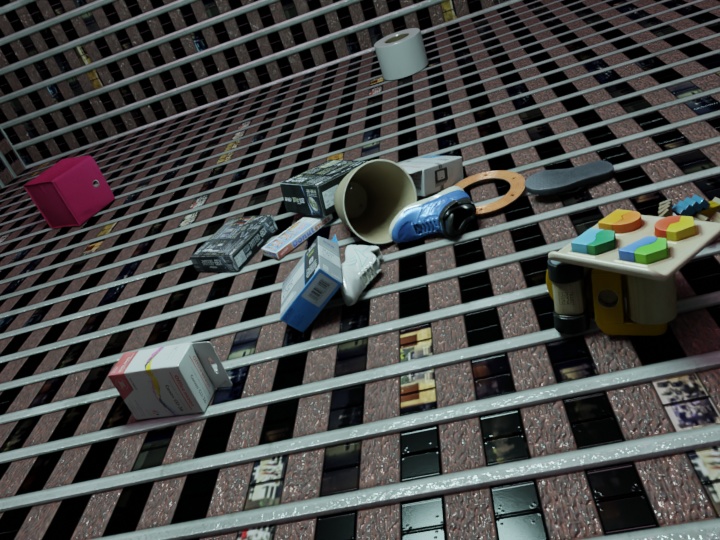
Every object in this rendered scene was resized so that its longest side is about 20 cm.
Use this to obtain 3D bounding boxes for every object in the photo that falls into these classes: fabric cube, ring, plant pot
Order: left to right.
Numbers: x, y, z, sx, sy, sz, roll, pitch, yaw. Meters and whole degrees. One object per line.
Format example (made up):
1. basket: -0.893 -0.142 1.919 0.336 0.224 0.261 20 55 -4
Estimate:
1. fabric cube: -1.114 -0.301 2.382 0.197 0.199 0.200 0 35 31
2. plant pot: 0.010 -0.169 1.492 0.185 0.190 0.199 -30 18 -16
3. ring: 0.292 -0.180 1.464 0.197 0.019 0.202 -17 31 10

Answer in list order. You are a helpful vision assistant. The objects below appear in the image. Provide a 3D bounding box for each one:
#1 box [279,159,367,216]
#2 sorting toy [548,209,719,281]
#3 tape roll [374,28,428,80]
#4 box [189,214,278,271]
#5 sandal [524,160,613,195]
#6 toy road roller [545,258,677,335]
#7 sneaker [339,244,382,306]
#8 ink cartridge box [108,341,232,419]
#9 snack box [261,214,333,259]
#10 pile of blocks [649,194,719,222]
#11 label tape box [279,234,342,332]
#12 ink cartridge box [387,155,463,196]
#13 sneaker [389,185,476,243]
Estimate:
1. box: -0.091 -0.228 1.690 0.162 0.088 0.199 11 34 43
2. sorting toy: 0.406 -0.048 0.913 0.198 0.037 0.184 -25 23 -29
3. tape roll: 0.168 -0.893 2.560 0.199 0.141 0.204 -15 30 9
4. box: -0.339 -0.075 1.669 0.155 0.050 0.201 -1 36 32
5. sandal: 0.461 -0.192 1.363 0.196 0.043 0.077 -11 38 -1
6. toy road roller: 0.397 0.015 0.989 0.197 0.125 0.146 -1 24 32
7. sneaker: 0.000 0.000 1.314 0.079 0.071 0.202 -9 32 15
8. ink cartridge box: -0.353 0.207 1.161 0.196 0.118 0.068 -11 30 18
9. snack box: -0.163 -0.098 1.619 0.199 0.025 0.071 -40 35 -28
10. pile of blocks: 0.560 -0.080 1.068 0.197 0.083 0.062 -24 30 -5
11. label tape box: -0.105 0.011 1.302 0.144 0.065 0.201 -51 24 22
12. ink cartridge box: 0.151 -0.233 1.538 0.198 0.068 0.115 -23 25 -39
13. sneaker: 0.162 -0.107 1.372 0.197 0.078 0.112 -27 34 -1
